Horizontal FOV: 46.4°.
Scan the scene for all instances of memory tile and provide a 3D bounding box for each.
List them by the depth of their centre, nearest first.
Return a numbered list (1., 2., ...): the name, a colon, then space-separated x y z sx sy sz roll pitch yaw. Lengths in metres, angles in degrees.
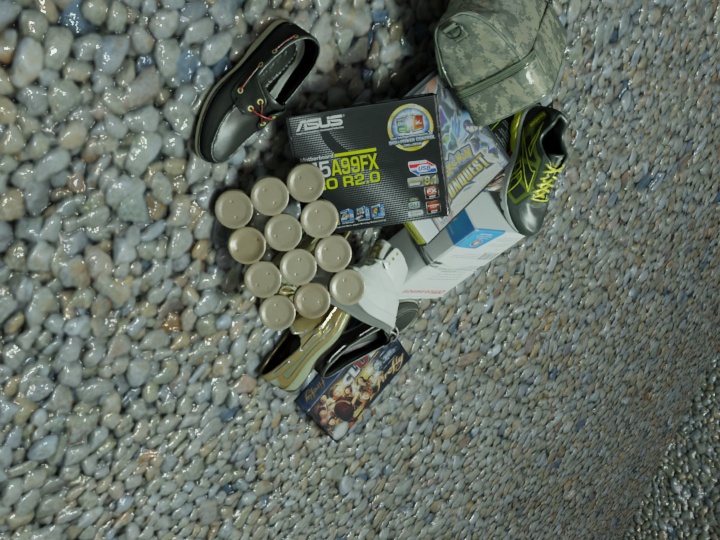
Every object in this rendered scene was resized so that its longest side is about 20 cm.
1. memory tile: -0.092 -0.029 1.100 0.152 0.017 0.201 -21 105 1

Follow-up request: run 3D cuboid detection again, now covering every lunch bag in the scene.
1. lunch bag: 0.187 -0.328 1.171 0.168 0.139 0.201 52 42 -25

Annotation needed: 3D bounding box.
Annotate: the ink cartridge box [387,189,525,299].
1. ink cartridge box: 0.138 -0.040 1.329 0.146 0.086 0.200 1 150 -48

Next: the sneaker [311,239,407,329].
1. sneaker: 0.000 0.000 1.218 0.200 0.073 0.116 37 66 -52

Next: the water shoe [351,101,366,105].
1. water shoe: 0.031 -0.154 1.212 0.071 0.079 0.201 -42 139 -19

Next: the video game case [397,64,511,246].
1. video game case: 0.102 -0.166 1.189 0.200 0.025 0.181 -43 106 -22

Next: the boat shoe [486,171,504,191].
1. boat shoe: 0.261 -0.194 1.442 0.200 0.070 0.070 -47 145 -14

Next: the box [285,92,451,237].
1. box: 0.011 -0.139 1.107 0.198 0.044 0.161 -8 107 -1

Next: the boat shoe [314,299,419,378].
1. boat shoe: 0.013 0.114 1.346 0.199 0.057 0.067 -25 140 -8

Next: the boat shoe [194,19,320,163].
1. boat shoe: -0.126 -0.212 1.019 0.202 0.063 0.074 -54 144 -3

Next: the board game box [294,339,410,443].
1. board game box: -0.009 0.185 1.436 0.200 0.035 0.136 -49 141 -12

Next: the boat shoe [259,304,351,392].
1. boat shoe: -0.082 0.091 1.272 0.076 0.072 0.201 30 92 -40

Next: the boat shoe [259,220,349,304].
1. boat shoe: -0.078 -0.010 1.206 0.073 0.063 0.201 19 101 -52

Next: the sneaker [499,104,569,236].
1. sneaker: 0.261 -0.147 1.249 0.074 0.084 0.202 -8 105 -30

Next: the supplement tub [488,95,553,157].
1. supplement tub: 0.198 -0.221 1.315 0.200 0.122 0.123 -47 141 -13
